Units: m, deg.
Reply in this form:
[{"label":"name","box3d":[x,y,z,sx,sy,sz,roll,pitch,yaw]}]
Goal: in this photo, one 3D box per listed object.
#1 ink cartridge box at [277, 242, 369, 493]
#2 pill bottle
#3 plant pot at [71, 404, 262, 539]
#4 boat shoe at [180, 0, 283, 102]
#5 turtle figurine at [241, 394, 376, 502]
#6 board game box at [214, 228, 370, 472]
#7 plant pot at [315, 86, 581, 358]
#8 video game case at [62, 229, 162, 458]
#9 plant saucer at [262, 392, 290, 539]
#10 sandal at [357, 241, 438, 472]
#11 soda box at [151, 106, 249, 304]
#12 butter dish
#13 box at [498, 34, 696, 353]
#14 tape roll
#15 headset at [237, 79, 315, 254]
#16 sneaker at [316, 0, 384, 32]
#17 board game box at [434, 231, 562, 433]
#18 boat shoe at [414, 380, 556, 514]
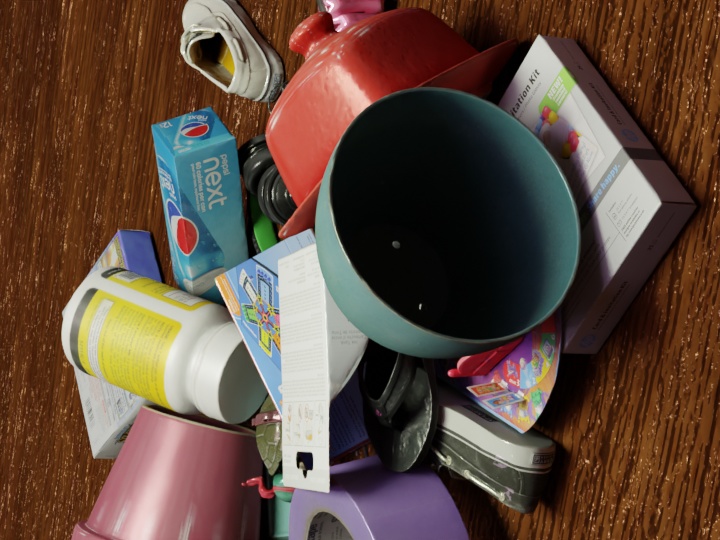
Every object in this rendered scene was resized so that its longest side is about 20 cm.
[{"label":"ink cartridge box","box3d":[-0.030,0.080,1.398,0.162,0.056,0.202,162,103,-74]},{"label":"pill bottle","box3d":[-0.190,0.076,1.660,0.199,0.114,0.116,19,104,30]},{"label":"plant pot","box3d":[-0.177,0.235,1.646,0.199,0.199,0.181,10,85,55]},{"label":"boat shoe","box3d":[-0.154,-0.237,1.746,0.200,0.069,0.071,51,128,44]},{"label":"turtle figurine","box3d":[-0.049,0.140,1.537,0.149,0.100,0.202,-19,68,58]},{"label":"board game box","box3d":[-0.045,0.070,1.493,0.201,0.102,0.019,63,-179,17]},{"label":"plant pot","box3d":[0.047,-0.017,1.249,0.135,0.198,0.202,133,130,-58]},{"label":"video game case","box3d":[-0.275,0.086,1.921,0.181,0.045,0.202,-48,50,44]},{"label":"plant saucer","box3d":[-0.074,0.167,1.645,0.070,0.019,0.202,-17,72,54]},{"label":"sandal","box3d":[0.024,0.064,1.358,0.075,0.048,0.203,0,88,44]},{"label":"soda box","box3d":[-0.158,-0.059,1.674,0.064,0.067,0.201,51,153,45]},{"label":"butter dish","box3d":[-0.001,-0.150,1.379,0.148,0.200,0.200,50,134,7]},{"label":"box","box3d":[0.162,-0.061,1.297,0.157,0.041,0.201,-60,41,35]},{"label":"tape roll","box3d":[0.018,0.259,1.403,0.200,0.084,0.202,35,130,56]},{"label":"headset","box3d":[-0.064,-0.093,1.624,0.124,0.093,0.202,-129,37,-49]},{"label":"sneaker","box3d":[-0.013,-0.222,1.548,0.095,0.078,0.202,136,130,-59]},{"label":"board game box","box3d":[0.089,0.035,1.340,0.200,0.039,0.160,31,120,56]},{"label":"boat shoe","box3d":[0.079,0.140,1.376,0.199,0.070,0.064,28,109,51]}]
